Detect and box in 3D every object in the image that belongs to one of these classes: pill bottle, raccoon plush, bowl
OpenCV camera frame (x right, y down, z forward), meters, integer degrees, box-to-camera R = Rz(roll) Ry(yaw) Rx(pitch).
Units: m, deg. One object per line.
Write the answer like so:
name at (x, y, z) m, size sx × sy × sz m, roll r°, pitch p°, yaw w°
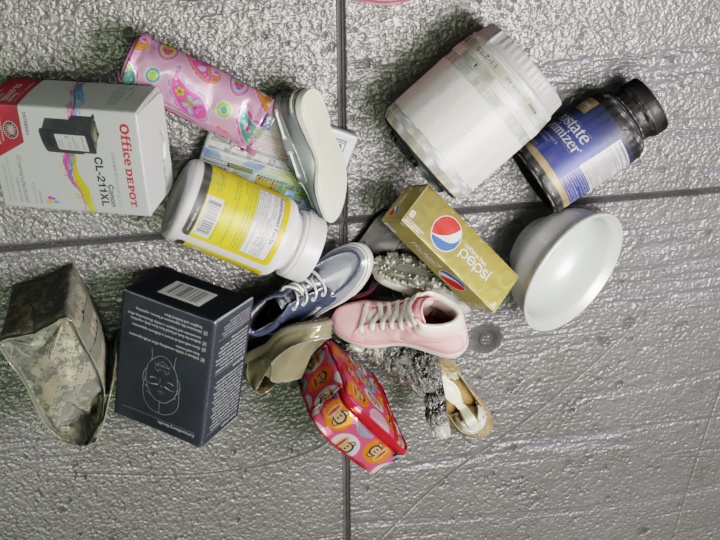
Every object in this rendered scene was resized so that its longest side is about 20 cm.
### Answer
pill bottle at (-0.154, -0.062, 1.363) m, size 0.200 × 0.114 × 0.114 m, roll 22°, pitch 108°, yaw -22°
pill bottle at (0.327, -0.181, 1.442) m, size 0.200 × 0.112 × 0.112 m, roll -34°, pitch 117°, yaw 4°
raccoon plush at (0.053, 0.158, 1.510) m, size 0.134 × 0.097 × 0.200 m, roll -9°, pitch 80°, yaw 5°
bowl at (0.286, -0.017, 1.503) m, size 0.201 × 0.090 × 0.201 m, roll -26°, pitch 137°, yaw -27°

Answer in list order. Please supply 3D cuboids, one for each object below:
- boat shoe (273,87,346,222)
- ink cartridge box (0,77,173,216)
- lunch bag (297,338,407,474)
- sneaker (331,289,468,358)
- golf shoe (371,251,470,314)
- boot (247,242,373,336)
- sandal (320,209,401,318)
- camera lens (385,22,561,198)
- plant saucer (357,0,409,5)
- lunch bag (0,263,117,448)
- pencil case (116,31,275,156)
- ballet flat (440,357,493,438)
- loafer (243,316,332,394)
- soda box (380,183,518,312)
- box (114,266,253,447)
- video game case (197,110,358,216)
boat shoe at (-0.069, -0.156, 1.381) m, size 0.062 × 0.073 × 0.200 m, roll 9°, pitch 131°, yaw 30°
ink cartridge box at (-0.349, -0.155, 1.272) m, size 0.200 × 0.083 × 0.146 m, roll 5°, pitch 123°, yaw 9°
lunch bag at (-0.008, 0.205, 1.499) m, size 0.082 × 0.200 × 0.176 m, roll -39°, pitch 120°, yaw 9°
sneaker at (0.054, 0.063, 1.433) m, size 0.200 × 0.075 × 0.105 m, roll 10°, pitch 150°, yaw 10°
golf shoe at (0.090, 0.037, 1.501) m, size 0.200 × 0.078 × 0.097 m, roll 15°, pitch 124°, yaw -31°
boot at (-0.073, 0.032, 1.437) m, size 0.200 × 0.090 × 0.073 m, roll -40°, pitch 78°, yaw 20°
sandal at (0.000, 0.000, 1.490) m, size 0.075 × 0.045 × 0.200 m, roll 28°, pitch 106°, yaw -24°
camera lens at (0.145, -0.208, 1.360) m, size 0.200 × 0.160 × 0.160 m, roll -41°, pitch 117°, yaw 8°
plant saucer at (0.036, -0.435, 1.291) m, size 0.200 × 0.051 × 0.201 m, roll -5°, pitch 116°, yaw -11°
lunch bag at (-0.395, 0.122, 1.390) m, size 0.117 × 0.164 × 0.200 m, roll -20°, pitch 118°, yaw -1°
pencil case at (-0.207, -0.224, 1.298) m, size 0.200 × 0.087 × 0.087 m, roll 27°, pitch 107°, yaw -11°
ballet flat at (0.155, 0.212, 1.614) m, size 0.070 × 0.065 × 0.200 m, roll -36°, pitch 117°, yaw 6°
loafer at (-0.101, 0.123, 1.464) m, size 0.076 × 0.068 × 0.200 m, roll -11°, pitch 164°, yaw -42°
soda box at (0.127, -0.030, 1.424) m, size 0.200 × 0.064 × 0.068 m, roll 44°, pitch 73°, yaw -22°
box at (-0.248, 0.119, 1.421) m, size 0.148 × 0.107 × 0.200 m, roll 18°, pitch 114°, yaw 18°
video game case at (-0.126, -0.135, 1.411) m, size 0.200 × 0.022 × 0.182 m, roll 16°, pitch 110°, yaw -20°
